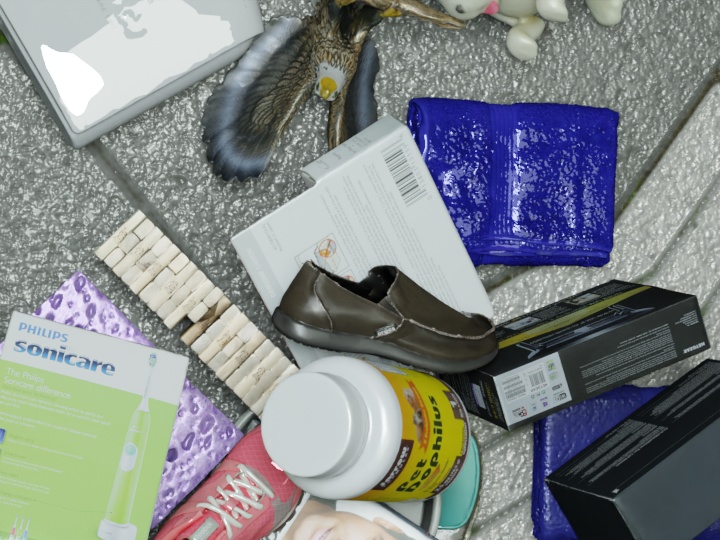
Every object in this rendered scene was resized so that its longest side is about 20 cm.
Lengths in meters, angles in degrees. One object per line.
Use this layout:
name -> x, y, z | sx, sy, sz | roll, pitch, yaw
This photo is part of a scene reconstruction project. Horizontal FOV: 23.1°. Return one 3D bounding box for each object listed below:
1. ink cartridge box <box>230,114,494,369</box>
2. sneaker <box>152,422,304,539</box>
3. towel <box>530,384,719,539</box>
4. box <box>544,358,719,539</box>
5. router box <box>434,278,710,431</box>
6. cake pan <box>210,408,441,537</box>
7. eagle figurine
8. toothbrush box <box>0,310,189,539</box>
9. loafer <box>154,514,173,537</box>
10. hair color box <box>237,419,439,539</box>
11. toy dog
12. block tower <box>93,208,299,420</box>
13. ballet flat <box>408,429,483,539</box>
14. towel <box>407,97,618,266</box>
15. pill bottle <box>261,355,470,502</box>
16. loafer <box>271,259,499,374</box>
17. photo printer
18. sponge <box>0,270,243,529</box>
ink cartridge box -> 0.000, 0.000, 1.469 | 0.173, 0.044, 0.201 | -32, 118, -10
sneaker -> -0.108, 0.201, 1.394 | 0.074, 0.087, 0.200 | 40, 86, 5
towel -> 0.250, 0.179, 1.636 | 0.199, 0.050, 0.149 | 2, 88, -18
box -> 0.282, 0.165, 1.547 | 0.200, 0.141, 0.079 | -34, 98, -15
router box -> 0.180, 0.070, 1.542 | 0.199, 0.157, 0.053 | -20, 101, -15
cake pan -> -0.030, 0.195, 1.516 | 0.199, 0.037, 0.202 | 0, 85, 1
eagle figurine -> -0.031, -0.157, 1.485 | 0.152, 0.151, 0.201 | 38, 119, 21
toothbrush box -> -0.229, 0.152, 1.378 | 0.145, 0.086, 0.201 | 15, 68, -10
loafer -> -0.138, 0.301, 1.508 | 0.068, 0.076, 0.201 | -7, 106, -19
hair color box -> -0.031, 0.220, 1.464 | 0.199, 0.061, 0.099 | 33, 86, 4
toy dog -> 0.134, -0.280, 1.497 | 0.199, 0.139, 0.195 | -18, 86, -24
block tower -> -0.133, 0.038, 1.473 | 0.054, 0.058, 0.200 | -45, 96, -6
ballet flat -> 0.068, 0.233, 1.565 | 0.067, 0.075, 0.201 | 6, 87, -2
towel -> 0.136, -0.075, 1.562 | 0.199, 0.050, 0.149 | 1, 96, -18
pill bottle -> 0.003, 0.126, 1.381 | 0.200, 0.109, 0.110 | 16, 90, -62
loafer -> 0.029, 0.034, 1.427 | 0.199, 0.073, 0.072 | 9, 105, -27
photo printer -> -0.188, -0.216, 1.432 | 0.199, 0.069, 0.167 | -30, 93, -13
sponge -> -0.205, 0.108, 1.470 | 0.200, 0.030, 0.112 | 46, 80, -6
